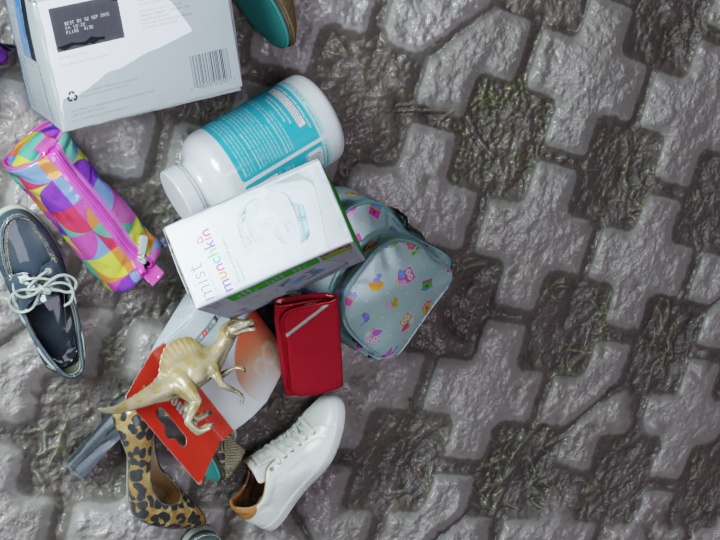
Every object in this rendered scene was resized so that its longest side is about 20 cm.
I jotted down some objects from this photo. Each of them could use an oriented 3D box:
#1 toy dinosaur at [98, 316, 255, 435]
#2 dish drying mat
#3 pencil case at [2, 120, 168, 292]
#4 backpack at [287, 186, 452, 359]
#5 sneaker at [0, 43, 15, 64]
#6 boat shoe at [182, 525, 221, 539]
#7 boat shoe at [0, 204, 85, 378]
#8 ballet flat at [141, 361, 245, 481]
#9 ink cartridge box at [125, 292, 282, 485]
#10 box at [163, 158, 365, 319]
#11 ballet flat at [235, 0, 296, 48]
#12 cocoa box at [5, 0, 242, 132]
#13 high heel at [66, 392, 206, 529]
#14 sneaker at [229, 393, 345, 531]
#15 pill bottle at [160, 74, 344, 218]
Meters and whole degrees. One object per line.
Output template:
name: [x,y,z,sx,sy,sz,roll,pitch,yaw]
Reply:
toy dinosaur: [-0.195,0.128,1.250,0.199,0.058,0.102,-34,107,-25]
dish drying mat: [-0.060,0.093,1.342,0.076,0.018,0.201,-9,143,-6]
pencil case: [-0.292,-0.066,1.206,0.088,0.088,0.200,-44,124,-11]
backpack: [0.000,0.000,1.377,0.200,0.153,0.176,37,92,-29]
sneaker: [-0.408,-0.145,1.111,0.087,0.074,0.202,19,96,-40]
boat shoe: [-0.221,0.431,1.444,0.072,0.062,0.202,13,100,-35]
boat shoe: [-0.345,0.027,1.218,0.074,0.062,0.202,-20,116,-23]
ballet flat: [-0.197,0.167,1.368,0.075,0.067,0.201,-48,127,-33]
ink cartridge box: [-0.173,0.121,1.312,0.163,0.050,0.201,58,38,-33]
box: [-0.097,-0.029,1.202,0.175,0.200,0.097,-24,84,1]
ballet flat: [-0.124,-0.337,1.234,0.200,0.067,0.073,45,62,-31]
cocoa box: [-0.241,-0.238,1.144,0.199,0.131,0.135,-19,117,-25]
high heel: [-0.230,0.228,1.342,0.199,0.072,0.143,37,104,-28]
sneaker: [-0.095,0.240,1.447,0.084,0.073,0.201,32,90,-38]
pill bottle: [-0.125,-0.130,1.271,0.199,0.111,0.112,-33,122,-19]
